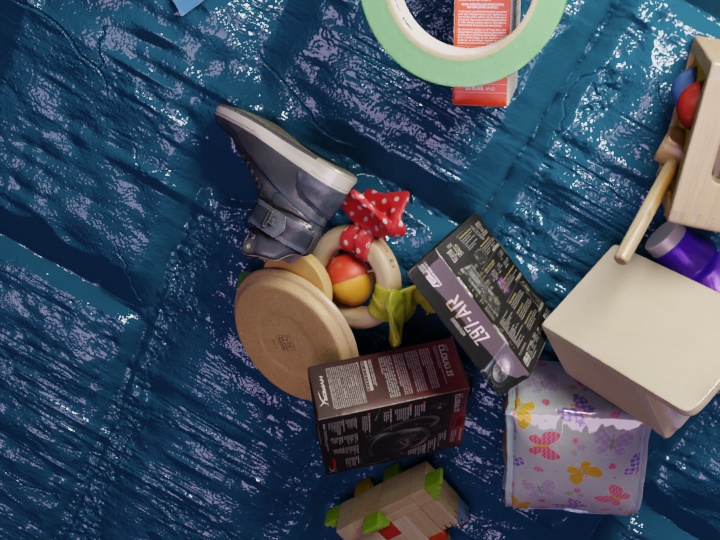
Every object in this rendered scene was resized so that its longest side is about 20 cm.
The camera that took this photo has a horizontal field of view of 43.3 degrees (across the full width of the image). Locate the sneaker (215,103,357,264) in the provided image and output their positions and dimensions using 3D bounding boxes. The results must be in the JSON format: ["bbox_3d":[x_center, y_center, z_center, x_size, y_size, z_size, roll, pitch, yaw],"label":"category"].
[{"bbox_3d":[-0.118,-0.095,1.054,0.202,0.077,0.147,36,104,23],"label":"sneaker"}]

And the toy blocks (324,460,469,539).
[{"bbox_3d":[0.068,0.347,1.228,0.199,0.100,0.137,-32,113,24],"label":"toy blocks"}]

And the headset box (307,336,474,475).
[{"bbox_3d":[0.043,0.164,1.095,0.198,0.078,0.150,-12,144,-6],"label":"headset box"}]

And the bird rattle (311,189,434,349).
[{"bbox_3d":[0.000,0.000,1.092,0.162,0.113,0.201,-19,104,37],"label":"bird rattle"}]

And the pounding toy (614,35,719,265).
[{"bbox_3d":[0.345,-0.116,0.905,0.141,0.184,0.202,12,115,9],"label":"pounding toy"}]

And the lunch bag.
[{"bbox_3d":[0.255,0.211,1.094,0.167,0.128,0.202,1,124,12],"label":"lunch bag"}]

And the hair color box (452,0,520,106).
[{"bbox_3d":[0.132,-0.280,0.931,0.063,0.111,0.202,5,113,13],"label":"hair color box"}]

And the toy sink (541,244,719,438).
[{"bbox_3d":[0.318,0.085,0.961,0.130,0.199,0.112,-46,132,-11],"label":"toy sink"}]

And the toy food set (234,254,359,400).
[{"bbox_3d":[-0.082,0.078,1.139,0.197,0.049,0.201,-28,100,46],"label":"toy food set"}]

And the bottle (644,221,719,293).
[{"bbox_3d":[0.402,0.028,1.007,0.200,0.084,0.065,44,142,-6],"label":"bottle"}]

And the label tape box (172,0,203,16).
[{"bbox_3d":[-0.209,-0.402,0.992,0.142,0.066,0.201,-26,102,22],"label":"label tape box"}]

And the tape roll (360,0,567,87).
[{"bbox_3d":[0.098,-0.278,0.854,0.198,0.048,0.203,6,114,14],"label":"tape roll"}]

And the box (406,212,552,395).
[{"bbox_3d":[0.139,0.029,0.996,0.043,0.200,0.161,-38,90,24],"label":"box"}]
